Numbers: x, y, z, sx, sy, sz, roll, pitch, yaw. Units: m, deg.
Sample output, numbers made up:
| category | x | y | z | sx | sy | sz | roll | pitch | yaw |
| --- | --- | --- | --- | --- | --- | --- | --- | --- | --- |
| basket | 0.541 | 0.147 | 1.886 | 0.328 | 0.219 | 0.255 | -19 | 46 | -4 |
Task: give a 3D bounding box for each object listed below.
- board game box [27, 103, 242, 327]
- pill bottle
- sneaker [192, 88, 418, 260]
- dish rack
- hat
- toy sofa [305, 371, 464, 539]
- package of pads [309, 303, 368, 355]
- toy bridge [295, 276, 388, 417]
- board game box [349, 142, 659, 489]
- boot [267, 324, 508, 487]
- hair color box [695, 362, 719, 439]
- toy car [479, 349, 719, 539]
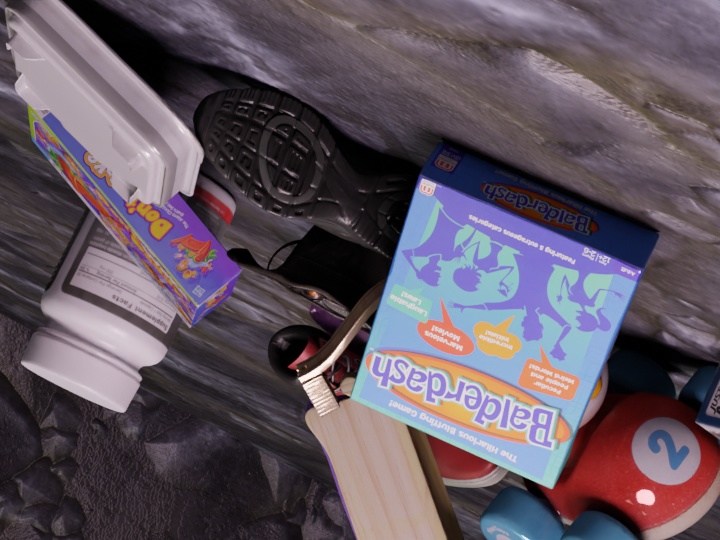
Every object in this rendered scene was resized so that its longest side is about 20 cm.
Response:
| category | x | y | z | sx | sy | sz | roll | pitch | yaw |
| --- | --- | --- | --- | --- | --- | --- | --- | --- | --- |
| board game box | -0.175 | -0.053 | 1.652 | 0.200 | 0.045 | 0.134 | 50 | 169 | 2 |
| pill bottle | -0.194 | 0.008 | 1.774 | 0.114 | 0.200 | 0.114 | 24 | 169 | 5 |
| sneaker | -0.030 | -0.059 | 1.452 | 0.200 | 0.076 | 0.091 | 31 | 174 | -18 |
| dish rack | -0.184 | -0.112 | 1.471 | 0.172 | 0.044 | 0.200 | 44 | 170 | 1 |
| hat | 0.000 | 0.000 | 1.587 | 0.201 | 0.081 | 0.201 | 30 | 179 | 0 |
| toy sofa | 0.032 | 0.170 | 1.642 | 0.083 | 0.098 | 0.200 | -29 | -81 | -89 |
| package of pads | 0.070 | 0.054 | 1.738 | 0.200 | 0.076 | 0.121 | 19 | 167 | 28 |
| toy bridge | 0.045 | 0.029 | 1.476 | 0.067 | 0.200 | 0.027 | 61 | -174 | -27 |
| board game box | 0.089 | 0.032 | 1.383 | 0.152 | 0.045 | 0.200 | 23 | 130 | 9 |
| boot | 0.020 | 0.106 | 1.715 | 0.200 | 0.072 | 0.144 | 22 | 170 | 37 |
| hair color box | 0.343 | 0.118 | 1.480 | 0.100 | 0.061 | 0.200 | 35 | 166 | -39 |
| toy car | 0.158 | 0.097 | 1.568 | 0.177 | 0.184 | 0.200 | 10 | 142 | 53 |
